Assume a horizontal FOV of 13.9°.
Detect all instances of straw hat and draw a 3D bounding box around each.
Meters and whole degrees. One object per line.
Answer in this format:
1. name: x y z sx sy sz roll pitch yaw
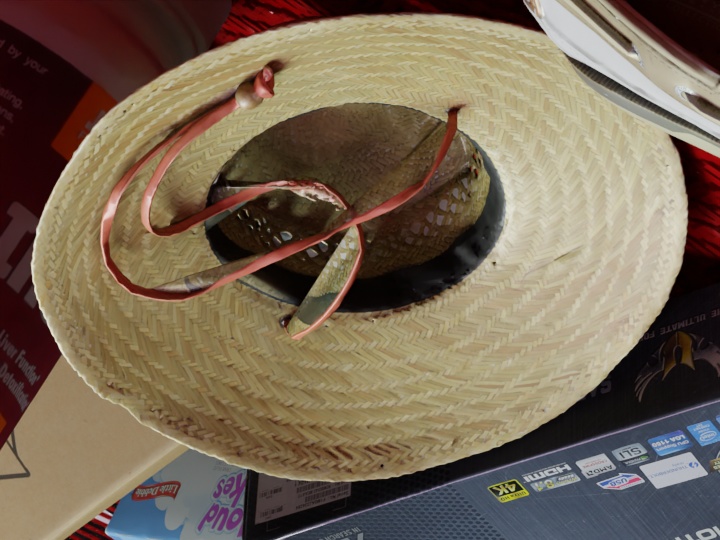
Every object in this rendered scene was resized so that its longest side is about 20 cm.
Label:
1. straw hat: -0.005 -0.032 0.907 0.201 0.201 0.085 45 -160 -40

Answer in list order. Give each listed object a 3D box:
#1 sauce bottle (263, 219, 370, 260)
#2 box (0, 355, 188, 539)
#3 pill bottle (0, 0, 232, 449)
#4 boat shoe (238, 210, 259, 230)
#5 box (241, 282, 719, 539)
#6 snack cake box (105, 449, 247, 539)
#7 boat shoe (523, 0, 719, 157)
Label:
1. sauce bottle: 0.000 0.000 1.051 0.066 0.066 0.200 23 160 27
2. box: -0.139 0.021 1.032 0.164 0.200 0.021 56 -170 10
3. pill bottle: -0.127 -0.028 0.945 0.113 0.200 0.113 28 164 9
4. boat shoe: -0.062 0.019 1.192 0.062 0.075 0.200 60 159 10
5. box: 0.084 0.088 1.009 0.200 0.051 0.158 -18 138 26
6. snack cake box: 0.013 0.125 1.164 0.200 0.067 0.115 37 160 -32
7. boat shoe: 0.112 -0.051 0.665 0.200 0.075 0.068 19 166 40
